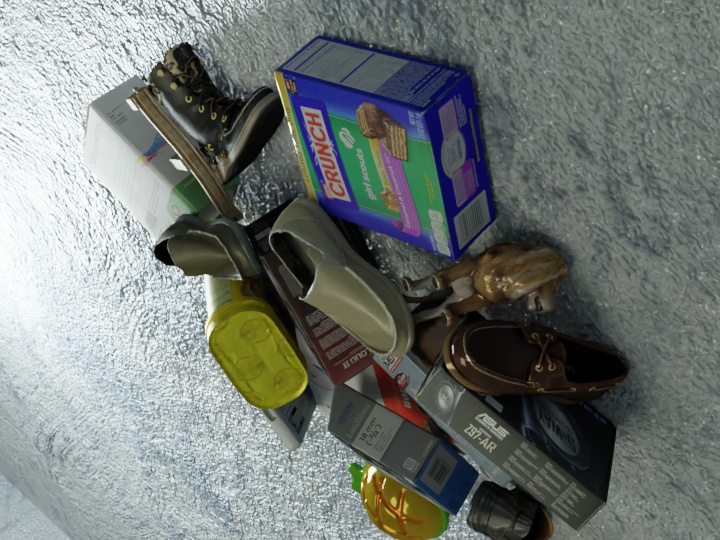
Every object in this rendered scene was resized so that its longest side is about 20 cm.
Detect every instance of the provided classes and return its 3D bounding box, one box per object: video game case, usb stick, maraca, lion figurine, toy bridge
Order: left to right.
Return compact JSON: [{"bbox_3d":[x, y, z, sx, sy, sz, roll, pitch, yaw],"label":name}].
[{"bbox_3d":[-0.205,-0.133,1.290,0.201,0.027,0.067,54,167,-19],"label":"toy bridge"},{"bbox_3d":[-0.124,0.129,1.463,0.183,0.022,0.200,54,-167,-8],"label":"video game case"},{"bbox_3d":[0.000,0.000,1.276,0.055,0.033,0.202,-4,120,47],"label":"usb stick"},{"bbox_3d":[0.049,0.302,1.468,0.138,0.106,0.199,60,149,-4],"label":"maraca"},{"bbox_3d":[0.115,0.011,1.093,0.200,0.121,0.074,7,118,70],"label":"lion figurine"}]

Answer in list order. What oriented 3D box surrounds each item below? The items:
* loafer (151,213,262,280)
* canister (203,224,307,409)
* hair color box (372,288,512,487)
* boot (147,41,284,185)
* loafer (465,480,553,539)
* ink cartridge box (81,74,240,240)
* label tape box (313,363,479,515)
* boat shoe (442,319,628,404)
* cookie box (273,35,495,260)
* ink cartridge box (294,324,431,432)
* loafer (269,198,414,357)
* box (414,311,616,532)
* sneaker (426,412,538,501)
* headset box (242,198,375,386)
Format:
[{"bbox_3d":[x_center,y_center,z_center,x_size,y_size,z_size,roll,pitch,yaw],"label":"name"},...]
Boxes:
[{"bbox_3d":[-0.182,-0.017,1.279,0.199,0.069,0.076,9,132,57],"label":"loafer"},{"bbox_3d":[-0.135,0.051,1.351,0.149,0.086,0.201,59,-172,-34],"label":"canister"},{"bbox_3d":[0.120,0.123,1.186,0.200,0.099,0.061,44,150,9],"label":"hair color box"},{"bbox_3d":[-0.168,-0.193,1.246,0.151,0.073,0.200,49,158,0],"label":"boot"},{"bbox_3d":[0.186,0.291,1.249,0.072,0.074,0.199,20,176,29],"label":"loafer"},{"bbox_3d":[-0.263,-0.131,1.424,0.200,0.084,0.145,45,149,7],"label":"ink cartridge box"},{"bbox_3d":[0.028,0.204,1.307,0.198,0.064,0.144,26,167,35],"label":"label tape box"},{"bbox_3d":[0.169,0.082,1.029,0.070,0.198,0.072,-25,62,48],"label":"boat shoe"},{"bbox_3d":[0.023,-0.122,1.068,0.198,0.075,0.173,22,141,40],"label":"cookie box"},{"bbox_3d":[0.005,0.147,1.416,0.199,0.057,0.164,24,141,44],"label":"ink cartridge box"},{"bbox_3d":[-0.026,0.017,1.129,0.200,0.068,0.076,47,136,12],"label":"loafer"},{"bbox_3d":[0.158,0.141,1.078,0.199,0.160,0.044,40,115,2],"label":"box"},{"bbox_3d":[0.164,0.203,1.263,0.200,0.068,0.108,32,171,0],"label":"sneaker"},{"bbox_3d":[-0.051,0.032,1.283,0.202,0.074,0.149,62,174,-19],"label":"headset box"}]
